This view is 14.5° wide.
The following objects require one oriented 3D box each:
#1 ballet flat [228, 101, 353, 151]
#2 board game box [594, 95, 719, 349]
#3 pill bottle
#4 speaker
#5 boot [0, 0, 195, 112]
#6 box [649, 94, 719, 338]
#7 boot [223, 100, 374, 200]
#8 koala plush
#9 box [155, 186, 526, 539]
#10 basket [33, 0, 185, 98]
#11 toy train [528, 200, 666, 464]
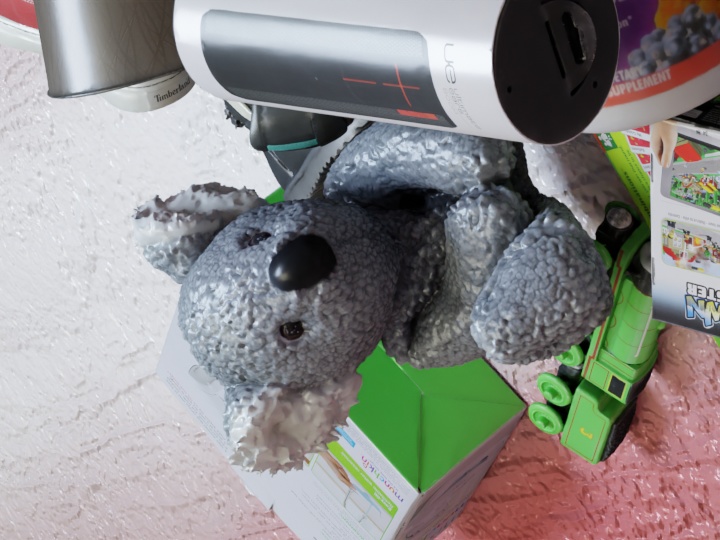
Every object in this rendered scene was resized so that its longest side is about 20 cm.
[{"bbox_3d":[-0.064,-0.142,1.481,0.068,0.068,0.200,62,-176,-54],"label":"ballet flat"},{"bbox_3d":[0.193,-0.011,1.326,0.200,0.048,0.102,59,153,-10],"label":"board game box"},{"bbox_3d":[0.096,-0.170,1.222,0.111,0.111,0.201,14,134,52],"label":"pill bottle"},{"bbox_3d":[0.014,-0.103,1.213,0.200,0.081,0.081,12,132,44],"label":"speaker"},{"bbox_3d":[-0.171,-0.188,1.564,0.200,0.072,0.145,30,144,41],"label":"boot"},{"bbox_3d":[0.220,-0.007,1.228,0.199,0.035,0.110,17,128,29],"label":"box"},{"bbox_3d":[-0.060,-0.141,1.575,0.200,0.066,0.165,56,152,7],"label":"boot"},{"bbox_3d":[0.000,0.000,1.386,0.178,0.199,0.184,62,178,9],"label":"koala plush"},{"bbox_3d":[-0.019,0.074,1.714,0.200,0.097,0.177,47,153,13],"label":"box"},{"bbox_3d":[-0.101,-0.204,1.342,0.136,0.180,0.201,-2,110,48],"label":"basket"},{"bbox_3d":[0.131,0.036,1.495,0.056,0.042,0.200,34,149,15],"label":"toy train"}]
